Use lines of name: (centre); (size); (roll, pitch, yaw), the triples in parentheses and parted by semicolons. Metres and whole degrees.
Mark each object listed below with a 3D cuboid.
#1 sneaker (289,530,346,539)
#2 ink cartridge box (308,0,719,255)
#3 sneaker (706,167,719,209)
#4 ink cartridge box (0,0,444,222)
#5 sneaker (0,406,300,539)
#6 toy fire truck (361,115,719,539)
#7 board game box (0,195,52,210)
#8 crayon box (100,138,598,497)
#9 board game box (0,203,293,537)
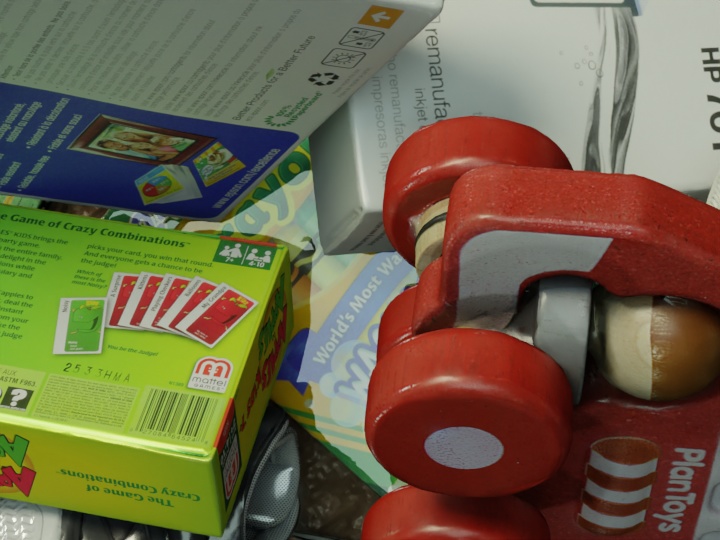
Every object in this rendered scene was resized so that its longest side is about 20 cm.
sneaker: (-0.085, 0.131, 0.789); (0.199, 0.079, 0.079); (2, 92, 4)
ink cartridge box: (0.080, -0.090, 0.742); (0.199, 0.086, 0.147); (-5, 81, -12)
sneaker: (0.198, 0.015, 0.727); (0.146, 0.200, 0.081); (-5, 59, -4)
ink cartridge box: (-0.104, -0.076, 0.650); (0.199, 0.198, 0.047); (8, 69, -24)
sneaker: (-0.082, 0.062, 0.756); (0.113, 0.076, 0.201); (-8, 47, -1)
toy fire truck: (0.087, 0.039, 0.650); (0.167, 0.200, 0.112); (4, 51, 2)
board game box: (-0.167, -0.072, 0.819); (0.105, 0.023, 0.201); (29, 92, 1)
crayon box: (0.000, 0.000, 0.797); (0.200, 0.052, 0.126); (41, 92, 2)
board game box: (-0.133, 0.027, 0.704); (0.199, 0.048, 0.102); (9, 48, 10)
